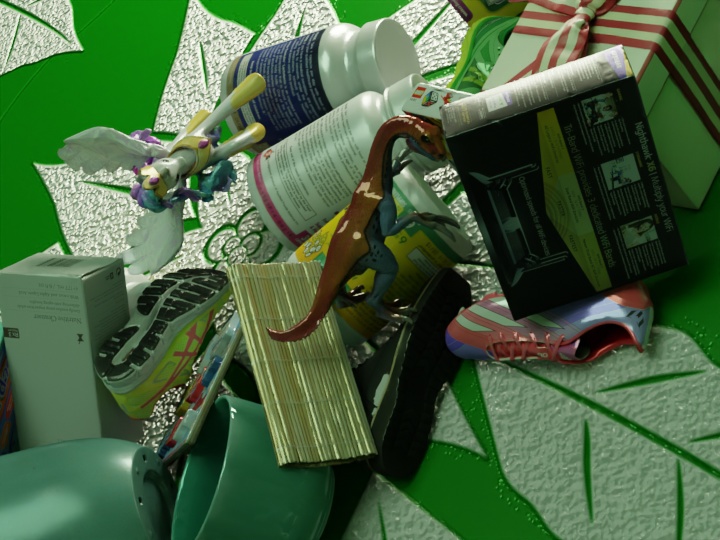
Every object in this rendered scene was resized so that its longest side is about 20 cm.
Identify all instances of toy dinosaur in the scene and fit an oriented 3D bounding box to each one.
[{"bbox_3d":[0.016,-0.041,1.413,0.105,0.182,0.200,26,43,36],"label":"toy dinosaur"}]

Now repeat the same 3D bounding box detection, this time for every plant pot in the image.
[{"bbox_3d":[-0.257,0.250,1.533,0.160,0.201,0.201,-20,48,10],"label":"plant pot"}]

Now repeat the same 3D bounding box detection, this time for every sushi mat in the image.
[{"bbox_3d":[-0.053,0.081,1.450,0.012,0.095,0.201,-50,50,51],"label":"sushi mat"}]

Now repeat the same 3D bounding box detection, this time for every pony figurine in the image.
[{"bbox_3d":[-0.196,-0.108,1.668,0.193,0.167,0.200,-25,13,48],"label":"pony figurine"}]

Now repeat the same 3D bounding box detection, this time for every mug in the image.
[{"bbox_3d":[-0.092,0.191,1.476,0.185,0.114,0.152,-90,24,-50],"label":"mug"}]

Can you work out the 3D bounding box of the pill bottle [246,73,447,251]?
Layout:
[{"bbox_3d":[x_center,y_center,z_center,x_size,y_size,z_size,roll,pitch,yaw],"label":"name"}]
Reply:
[{"bbox_3d":[-0.006,-0.110,1.640,0.200,0.113,0.114,-29,46,20],"label":"pill bottle"}]

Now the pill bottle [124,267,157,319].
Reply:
[{"bbox_3d":[-0.288,0.049,1.761,0.199,0.104,0.105,-1,60,38],"label":"pill bottle"}]

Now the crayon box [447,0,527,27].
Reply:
[{"bbox_3d":[0.137,-0.355,1.638,0.172,0.200,0.058,-32,44,16],"label":"crayon box"}]

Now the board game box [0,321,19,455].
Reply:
[{"bbox_3d":[-0.394,0.162,1.704,0.045,0.200,0.153,9,62,5],"label":"board game box"}]

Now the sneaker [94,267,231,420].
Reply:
[{"bbox_3d":[-0.196,0.074,1.667,0.078,0.091,0.200,12,44,33],"label":"sneaker"}]

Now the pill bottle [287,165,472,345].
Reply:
[{"bbox_3d":[0.000,0.000,1.556,0.200,0.113,0.113,-40,43,8],"label":"pill bottle"}]

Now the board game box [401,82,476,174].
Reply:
[{"bbox_3d":[0.137,-0.088,1.443,0.126,0.200,0.035,19,72,46],"label":"board game box"}]

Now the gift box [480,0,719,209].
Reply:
[{"bbox_3d":[0.220,-0.174,1.450,0.199,0.187,0.185,9,66,41],"label":"gift box"}]

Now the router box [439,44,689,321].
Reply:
[{"bbox_3d":[0.169,-0.068,1.332,0.157,0.200,0.052,-17,36,8],"label":"router box"}]

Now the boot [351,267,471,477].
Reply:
[{"bbox_3d":[0.014,0.087,1.515,0.138,0.077,0.201,4,62,46],"label":"boot"}]

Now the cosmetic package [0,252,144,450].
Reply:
[{"bbox_3d":[-0.297,0.088,1.662,0.112,0.081,0.201,2,106,26],"label":"cosmetic package"}]

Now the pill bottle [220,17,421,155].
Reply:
[{"bbox_3d":[-0.042,-0.198,1.732,0.199,0.116,0.116,-13,53,33],"label":"pill bottle"}]

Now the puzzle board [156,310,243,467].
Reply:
[{"bbox_3d":[-0.156,0.115,1.585,0.151,0.017,0.200,-67,9,-19],"label":"puzzle board"}]

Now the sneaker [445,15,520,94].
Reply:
[{"bbox_3d":[0.133,-0.178,1.606,0.083,0.074,0.201,-11,53,38],"label":"sneaker"}]

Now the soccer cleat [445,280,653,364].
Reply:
[{"bbox_3d":[0.162,0.054,1.422,0.199,0.067,0.077,-15,51,26],"label":"soccer cleat"}]
